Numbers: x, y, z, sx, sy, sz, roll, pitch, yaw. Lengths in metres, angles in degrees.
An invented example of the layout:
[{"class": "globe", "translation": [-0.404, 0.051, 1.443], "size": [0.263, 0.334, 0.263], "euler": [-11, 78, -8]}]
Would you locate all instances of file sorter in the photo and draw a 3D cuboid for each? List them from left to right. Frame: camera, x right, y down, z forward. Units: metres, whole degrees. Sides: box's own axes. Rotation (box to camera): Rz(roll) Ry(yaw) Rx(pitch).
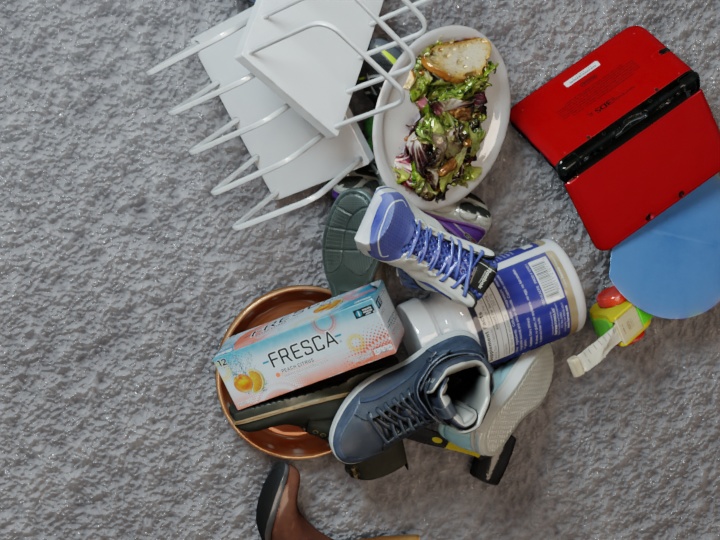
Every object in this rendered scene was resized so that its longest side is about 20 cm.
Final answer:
[{"class": "file sorter", "translation": [-0.109, -0.161, 1.410], "size": [0.201, 0.138, 0.125], "euler": [62, 38, -14]}, {"class": "file sorter", "translation": [-0.010, -0.264, 1.338], "size": [0.139, 0.124, 0.201], "euler": [38, 54, -33]}]

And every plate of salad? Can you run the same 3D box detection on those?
[{"class": "plate of salad", "translation": [0.096, -0.160, 1.441], "size": [0.199, 0.048, 0.202], "euler": [-17, 117, -36]}]

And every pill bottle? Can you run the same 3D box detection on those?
[{"class": "pill bottle", "translation": [0.149, 0.049, 1.544], "size": [0.198, 0.116, 0.117], "euler": [-20, 102, -10]}]

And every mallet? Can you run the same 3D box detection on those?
[{"class": "mallet", "translation": [0.100, 0.210, 1.560], "size": [0.199, 0.041, 0.067], "euler": [12, 96, -39]}]

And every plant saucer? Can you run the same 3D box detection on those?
[{"class": "plant saucer", "translation": [-0.069, 0.116, 1.543], "size": [0.198, 0.032, 0.203], "euler": [-2, 98, -14]}]

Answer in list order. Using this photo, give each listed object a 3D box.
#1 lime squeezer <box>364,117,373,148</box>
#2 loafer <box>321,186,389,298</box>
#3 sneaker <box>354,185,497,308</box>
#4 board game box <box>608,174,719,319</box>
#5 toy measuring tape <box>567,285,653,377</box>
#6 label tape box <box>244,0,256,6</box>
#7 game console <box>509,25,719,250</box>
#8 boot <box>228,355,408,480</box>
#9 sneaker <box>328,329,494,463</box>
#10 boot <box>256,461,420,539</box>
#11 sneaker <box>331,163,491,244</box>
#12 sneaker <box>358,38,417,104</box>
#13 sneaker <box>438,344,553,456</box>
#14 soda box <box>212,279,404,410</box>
[{"class": "lime squeezer", "translation": [0.006, -0.181, 1.516], "size": [0.070, 0.038, 0.202], "euler": [-2, 99, -13]}, {"class": "loafer", "translation": [0.000, 0.000, 1.485], "size": [0.071, 0.063, 0.202], "euler": [9, 111, 21]}, {"class": "sneaker", "translation": [0.083, -0.020, 1.420], "size": [0.114, 0.199, 0.081], "euler": [19, 80, 29]}, {"class": "board game box", "translation": [0.367, -0.040, 1.613], "size": [0.156, 0.039, 0.202], "euler": [11, 81, -16]}, {"class": "toy measuring tape", "translation": [0.286, 0.071, 1.585], "size": [0.199, 0.073, 0.074], "euler": [-34, 107, -39]}, {"class": "label tape box", "translation": [-0.050, -0.364, 1.462], "size": [0.144, 0.063, 0.201], "euler": [33, 89, -17]}, {"class": "game console", "translation": [0.302, -0.157, 1.575], "size": [0.199, 0.173, 0.119], "euler": [-34, 146, -7]}, {"class": "boot", "translation": [-0.039, 0.187, 1.509], "size": [0.198, 0.077, 0.140], "euler": [-13, 105, -11]}, {"class": "sneaker", "translation": [0.054, 0.148, 1.414], "size": [0.202, 0.146, 0.077], "euler": [-39, 104, 3]}, {"class": "boot", "translation": [-0.023, 0.318, 1.565], "size": [0.198, 0.068, 0.190], "euler": [5, 96, -15]}, {"class": "sneaker", "translation": [0.055, -0.059, 1.521], "size": [0.198, 0.081, 0.084], "euler": [17, 114, -22]}, {"class": "sneaker", "translation": [0.070, -0.209, 1.495], "size": [0.199, 0.073, 0.082], "euler": [32, 65, -44]}, {"class": "sneaker", "translation": [0.157, 0.137, 1.560], "size": [0.200, 0.081, 0.075], "euler": [-37, 131, -48]}, {"class": "soda box", "translation": [-0.056, 0.081, 1.453], "size": [0.198, 0.064, 0.069], "euler": [-21, 104, 17]}]
